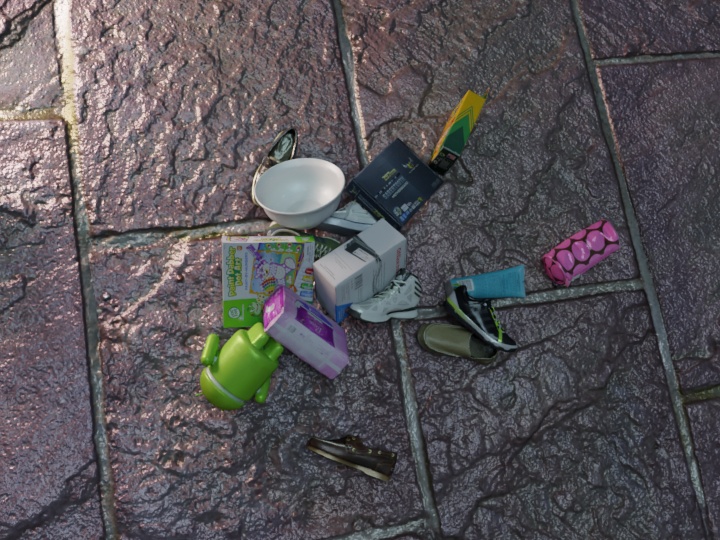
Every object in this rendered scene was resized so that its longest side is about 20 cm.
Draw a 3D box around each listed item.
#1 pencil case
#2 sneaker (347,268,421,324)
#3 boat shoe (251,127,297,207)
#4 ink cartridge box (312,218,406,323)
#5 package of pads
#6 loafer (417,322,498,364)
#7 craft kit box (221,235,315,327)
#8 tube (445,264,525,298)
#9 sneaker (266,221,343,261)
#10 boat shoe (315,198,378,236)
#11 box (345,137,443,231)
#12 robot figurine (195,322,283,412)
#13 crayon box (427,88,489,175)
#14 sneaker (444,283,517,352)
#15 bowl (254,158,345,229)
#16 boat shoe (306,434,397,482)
[{"bbox_3d":[0.540,-0.042,1.773,0.199,0.091,0.094,-33,50,-14],"label":"pencil case"},{"bbox_3d":[0.057,0.049,1.611,0.200,0.075,0.116,-3,112,-43],"label":"sneaker"},{"bbox_3d":[-0.197,-0.242,1.680,0.073,0.065,0.201,19,75,-7],"label":"boat shoe"},{"bbox_3d":[0.000,0.000,1.607,0.199,0.145,0.084,-34,61,-22],"label":"ink cartridge box"},{"bbox_3d":[-0.113,0.130,1.549,0.200,0.121,0.076,39,108,-25],"label":"package of pads"},{"bbox_3d":[0.228,0.162,1.671,0.198,0.067,0.077,13,72,-10],"label":"loafer"},{"bbox_3d":[-0.199,0.023,1.576,0.196,0.049,0.202,-1,113,-9],"label":"craft kit box"},{"bbox_3d":[0.300,0.036,1.728,0.198,0.050,0.078,-6,101,-15],"label":"tube"},{"bbox_3d":[-0.119,-0.048,1.630,0.199,0.090,0.067,23,109,-2],"label":"sneaker"},{"bbox_3d":[-0.013,-0.130,1.687,0.200,0.075,0.087,5,77,-13],"label":"boat shoe"},{"bbox_3d":[0.082,-0.198,1.704,0.158,0.051,0.200,43,53,1],"label":"box"},{"bbox_3d":[-0.251,0.206,1.525,0.175,0.116,0.200,40,93,-29],"label":"robot figurine"},{"bbox_3d":[0.236,-0.343,1.760,0.051,0.127,0.201,27,72,-4],"label":"crayon box"},{"bbox_3d":[0.278,0.103,1.639,0.200,0.072,0.083,37,101,8],"label":"sneaker"},{"bbox_3d":[-0.129,-0.154,1.610,0.199,0.091,0.202,-3,43,3],"label":"bowl"},{"bbox_3d":[-0.016,0.388,1.570,0.199,0.070,0.071,23,81,-14],"label":"boat shoe"}]
